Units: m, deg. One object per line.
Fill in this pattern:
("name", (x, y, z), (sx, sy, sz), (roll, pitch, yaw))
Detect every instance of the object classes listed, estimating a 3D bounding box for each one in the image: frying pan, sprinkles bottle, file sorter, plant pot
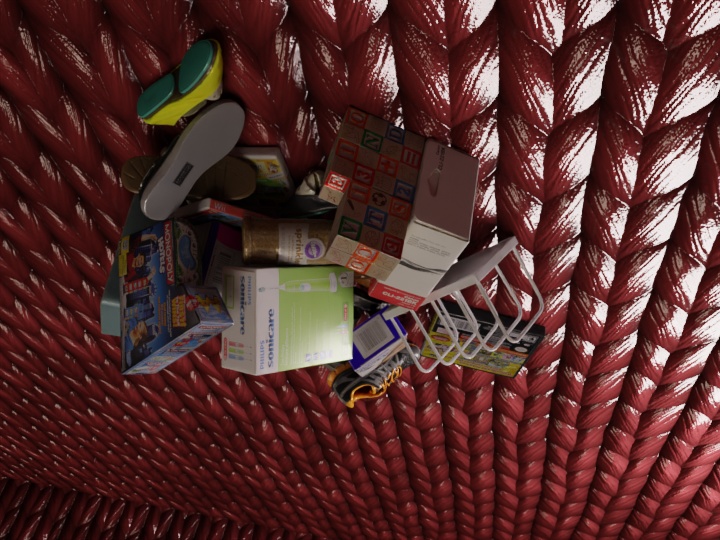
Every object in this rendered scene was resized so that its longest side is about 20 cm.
("frying pan", (0.005, 0.046, 1.255), (0.114, 0.031, 0.189), (29, -175, 34))
("sprinkles bottle", (-0.075, -0.041, 1.031), (0.195, 0.069, 0.069), (0, 149, -12))
("file sorter", (0.164, 0.059, 1.097), (0.199, 0.138, 0.126), (-27, 97, 45))
("plant pot", (-0.317, 0.017, 1.203), (0.196, 0.200, 0.196), (17, 156, -14))

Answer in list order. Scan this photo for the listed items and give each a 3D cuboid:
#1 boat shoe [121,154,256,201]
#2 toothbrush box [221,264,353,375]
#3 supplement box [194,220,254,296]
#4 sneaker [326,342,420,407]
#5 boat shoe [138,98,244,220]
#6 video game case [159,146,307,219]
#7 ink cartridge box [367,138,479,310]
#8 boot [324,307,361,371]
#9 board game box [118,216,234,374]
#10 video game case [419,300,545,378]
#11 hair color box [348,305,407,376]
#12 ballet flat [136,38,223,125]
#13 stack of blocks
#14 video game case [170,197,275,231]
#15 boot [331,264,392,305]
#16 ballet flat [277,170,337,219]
("boat shoe", (-0.248, -0.140, 1.044), (0.195, 0.073, 0.065), (5, -179, 1))
("toothbrush box", (-0.105, 0.066, 1.055), (0.085, 0.149, 0.198), (3, -176, 42))
("supplement box", (-0.184, 0.008, 1.124), (0.198, 0.103, 0.102), (24, 162, -36))
("sneaker", (0.035, 0.207, 1.394), (0.197, 0.078, 0.079), (-23, 142, -12))
("boat shoe", (-0.241, -0.161, 0.976), (0.068, 0.201, 0.057), (37, -174, -46))
("video game case", (-0.193, -0.124, 1.115), (0.196, 0.023, 0.183), (4, 145, 18))
("ink cartridge box", (0.086, -0.059, 0.988), (0.082, 0.147, 0.201), (17, 147, -7))
("boot", (-0.034, 0.125, 1.384), (0.179, 0.074, 0.201), (19, 139, -11))
("board game box", (-0.265, 0.036, 0.999), (0.197, 0.205, 0.061), (-13, 167, 39))
("video game case", (0.223, 0.133, 1.324), (0.196, 0.026, 0.182), (14, 146, 0))
("hair color box", (0.025, 0.130, 1.249), (0.065, 0.108, 0.200), (55, 177, 10))
("ballet flat", (-0.222, -0.242, 0.930), (0.066, 0.068, 0.198), (15, 157, -42))
("stack of blocks", (0.008, -0.101, 0.907), (0.113, 0.203, 0.059), (19, 147, -10))
("video game case", (-0.181, -0.068, 1.101), (0.197, 0.018, 0.142), (16, 166, -36))
("boot", (0.000, 0.000, 1.188), (0.152, 0.075, 0.201), (4, 146, 29))
("ballet flat", (-0.039, -0.116, 1.034), (0.196, 0.074, 0.073), (-2, 143, 29))
